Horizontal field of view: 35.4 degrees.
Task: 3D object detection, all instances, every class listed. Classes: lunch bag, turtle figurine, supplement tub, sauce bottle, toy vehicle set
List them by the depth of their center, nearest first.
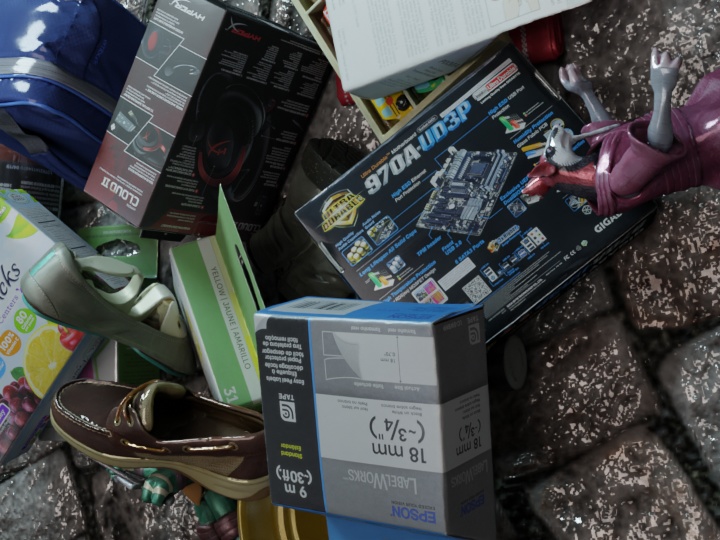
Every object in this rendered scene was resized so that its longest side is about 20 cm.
[{"bbox_3d":[0.029,0.075,0.860,0.200,0.065,0.065,-6,85,30],"label":"sauce bottle"},{"bbox_3d":[0.018,-0.212,0.877,0.124,0.027,0.200,-41,69,27],"label":"toy vehicle set"},{"bbox_3d":[-0.147,0.168,0.920,0.101,0.150,0.200,-35,92,-14],"label":"turtle figurine"},{"bbox_3d":[-0.235,-0.139,0.964,0.136,0.200,0.132,6,73,34],"label":"lunch bag"},{"bbox_3d":[-0.343,-0.022,1.075,0.107,0.107,0.200,7,91,32],"label":"supplement tub"}]

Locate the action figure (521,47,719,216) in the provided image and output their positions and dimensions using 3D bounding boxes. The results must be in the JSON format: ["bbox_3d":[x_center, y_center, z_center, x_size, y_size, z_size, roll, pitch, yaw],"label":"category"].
[{"bbox_3d":[0.201,-0.074,0.719,0.200,0.134,0.149,-19,102,5],"label":"action figure"}]

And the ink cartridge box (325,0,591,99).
[{"bbox_3d":[0.064,-0.229,0.806,0.200,0.047,0.160,-15,82,30],"label":"ink cartridge box"}]

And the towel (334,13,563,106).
[{"bbox_3d":[0.061,-0.214,0.877,0.200,0.022,0.145,-7,86,34],"label":"towel"}]

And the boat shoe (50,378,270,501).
[{"bbox_3d":[-0.148,0.109,0.843,0.200,0.072,0.072,16,133,23],"label":"boat shoe"}]

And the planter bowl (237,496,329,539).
[{"bbox_3d":[0.009,0.184,0.854,0.200,0.083,0.201,-1,88,32],"label":"planter bowl"}]

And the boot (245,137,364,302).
[{"bbox_3d":[0.000,0.000,0.893,0.200,0.068,0.131,46,123,25],"label":"boot"}]

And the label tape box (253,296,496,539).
[{"bbox_3d":[0.011,0.122,0.743,0.144,0.063,0.200,1,100,36],"label":"label tape box"}]

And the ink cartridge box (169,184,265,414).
[{"bbox_3d":[-0.108,0.039,0.884,0.048,0.200,0.146,-18,73,-11],"label":"ink cartridge box"}]

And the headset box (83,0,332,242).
[{"bbox_3d":[-0.122,-0.112,0.914,0.075,0.149,0.200,32,105,31],"label":"headset box"}]

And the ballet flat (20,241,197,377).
[{"bbox_3d":[-0.182,0.033,0.905,0.064,0.200,0.067,-51,52,4],"label":"ballet flat"}]

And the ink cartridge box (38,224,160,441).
[{"bbox_3d":[-0.240,0.056,1.033,0.104,0.059,0.200,-3,86,32],"label":"ink cartridge box"}]

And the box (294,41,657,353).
[{"bbox_3d":[0.079,-0.037,0.789,0.200,0.046,0.159,-39,74,0],"label":"box"}]

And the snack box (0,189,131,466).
[{"bbox_3d":[-0.307,0.049,0.986,0.142,0.053,0.200,39,106,10],"label":"snack box"}]
